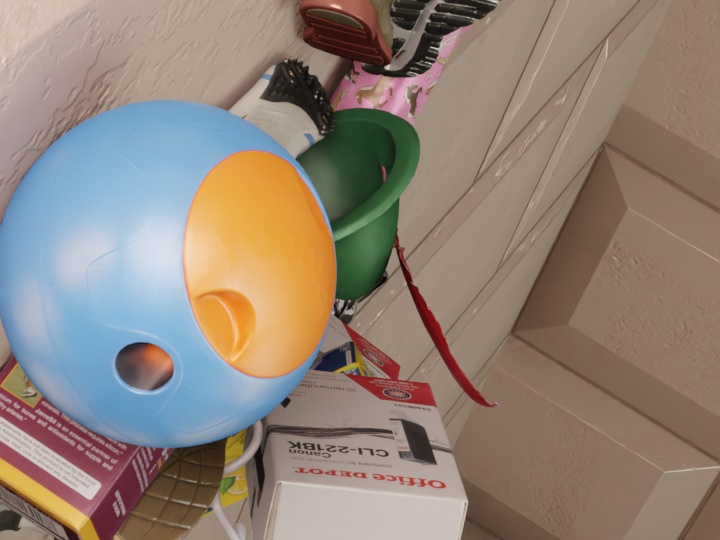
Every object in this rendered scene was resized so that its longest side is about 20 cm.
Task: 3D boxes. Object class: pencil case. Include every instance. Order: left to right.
[{"bbox_3d":[0.044,-0.189,1.714,0.201,0.082,0.087,-61,-174,9],"label":"pencil case"}]

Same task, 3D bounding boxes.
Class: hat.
[{"bbox_3d":[0.000,0.000,1.576,0.201,0.165,0.177,-86,155,-53],"label":"hat"}]

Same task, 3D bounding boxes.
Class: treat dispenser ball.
[{"bbox_3d":[-0.113,0.002,1.179,0.201,0.200,0.201,-56,169,-16],"label":"treat dispenser ball"}]

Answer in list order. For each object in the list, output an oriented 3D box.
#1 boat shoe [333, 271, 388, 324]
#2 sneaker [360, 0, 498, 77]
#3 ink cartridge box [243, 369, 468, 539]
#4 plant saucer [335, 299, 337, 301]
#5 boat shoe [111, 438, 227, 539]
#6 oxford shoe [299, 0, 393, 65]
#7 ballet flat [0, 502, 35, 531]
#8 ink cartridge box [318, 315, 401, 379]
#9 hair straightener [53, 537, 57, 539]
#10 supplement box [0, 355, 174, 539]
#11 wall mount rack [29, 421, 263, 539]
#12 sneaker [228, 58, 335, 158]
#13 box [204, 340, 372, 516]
[{"bbox_3d":[-0.031,0.027,2.012,0.200,0.065,0.072,-42,162,-56],"label":"boat shoe"},{"bbox_3d":[0.050,-0.230,1.586,0.200,0.078,0.091,143,-49,-57],"label":"sneaker"},{"bbox_3d":[-0.008,0.156,1.526,0.200,0.143,0.084,-106,-155,-66],"label":"ink cartridge box"},{"bbox_3d":[-0.089,0.052,1.645,0.200,0.032,0.200,-35,-171,6],"label":"plant saucer"},{"bbox_3d":[-0.140,0.134,1.463,0.067,0.072,0.201,-35,-159,40],"label":"boat shoe"},{"bbox_3d":[-0.002,-0.201,1.504,0.200,0.070,0.075,96,8,-84],"label":"oxford shoe"},{"bbox_3d":[-0.214,0.140,1.462,0.200,0.068,0.068,-46,165,-51],"label":"ballet flat"},{"bbox_3d":[-0.048,0.109,1.790,0.083,0.146,0.200,-51,-171,18],"label":"ink cartridge box"},{"bbox_3d":[-0.198,0.177,1.718,0.200,0.041,0.077,-55,169,-23],"label":"hair straightener"},{"bbox_3d":[-0.171,0.079,1.369,0.200,0.110,0.086,-55,167,-19],"label":"supplement box"},{"bbox_3d":[-0.156,0.152,1.560,0.174,0.199,0.075,-96,163,-49],"label":"wall mount rack"},{"bbox_3d":[-0.076,-0.097,1.489,0.072,0.072,0.200,-25,-164,31],"label":"sneaker"},{"bbox_3d":[-0.079,0.135,1.658,0.199,0.070,0.064,-25,-165,4],"label":"box"}]
